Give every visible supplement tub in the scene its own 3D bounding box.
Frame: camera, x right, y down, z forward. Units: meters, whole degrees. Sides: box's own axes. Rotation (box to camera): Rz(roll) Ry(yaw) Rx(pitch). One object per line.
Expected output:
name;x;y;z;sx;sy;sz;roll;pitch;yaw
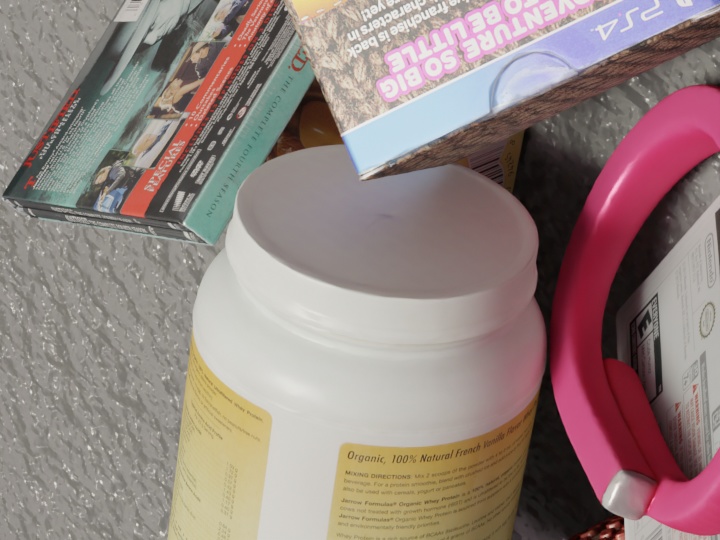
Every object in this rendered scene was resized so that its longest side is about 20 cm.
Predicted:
supplement tub;-0.002;0.064;1.180;0.144;0.144;0.201;33;128;35

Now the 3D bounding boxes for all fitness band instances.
fitness band;0.124;0.012;1.087;0.144;0.037;0.200;-63;21;22

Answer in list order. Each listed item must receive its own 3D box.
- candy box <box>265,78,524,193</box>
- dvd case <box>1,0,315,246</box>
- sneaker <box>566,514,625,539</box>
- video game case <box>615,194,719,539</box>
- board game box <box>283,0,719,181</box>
candy box;0.000;0.000;1.287;0.115;0.055;0.201;32;127;33
dvd case;-0.077;-0.082;1.257;0.022;0.146;0.200;37;166;-27
sneaker;0.136;0.135;1.178;0.200;0.078;0.082;-19;92;49
video game case;0.151;0.044;1.074;0.182;0.023;0.201;127;155;-44
board game box;0.044;-0.159;1.101;0.159;0.097;0.201;-24;87;24
